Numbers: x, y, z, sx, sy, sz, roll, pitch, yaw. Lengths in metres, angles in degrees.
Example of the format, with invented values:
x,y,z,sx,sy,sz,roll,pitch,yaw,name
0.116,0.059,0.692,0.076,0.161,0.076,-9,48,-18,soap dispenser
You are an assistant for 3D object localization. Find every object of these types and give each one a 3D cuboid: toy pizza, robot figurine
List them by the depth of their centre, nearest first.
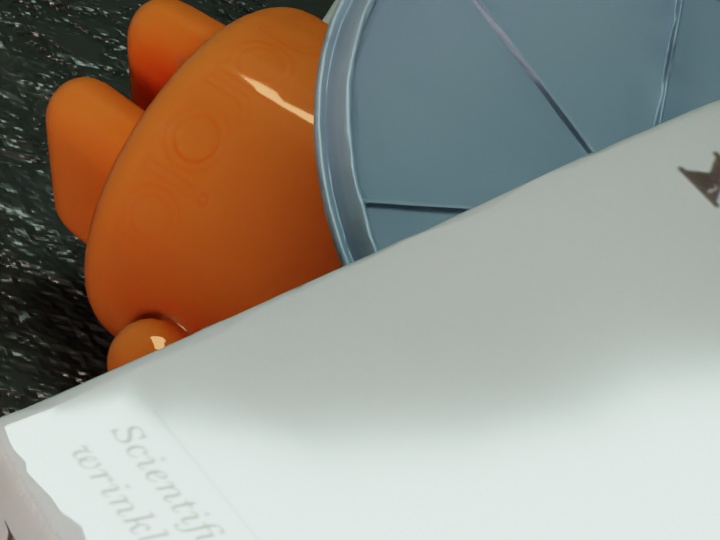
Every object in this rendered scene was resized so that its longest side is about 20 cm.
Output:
x,y,z,sx,sy,sz,roll,pitch,yaw,name
0.067,-0.007,0.765,0.199,0.032,0.201,19,54,-28,toy pizza
-0.001,0.002,0.833,0.199,0.117,0.144,32,22,18,robot figurine

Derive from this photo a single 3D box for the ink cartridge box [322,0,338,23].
x,y,z,sx,sy,sz,roll,pitch,yaw,name
0.074,-0.075,0.953,0.160,0.201,0.047,36,6,28,ink cartridge box

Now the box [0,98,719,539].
x,y,z,sx,sy,sz,roll,pitch,yaw,name
0.050,0.100,0.550,0.199,0.131,0.199,-23,60,-34,box
